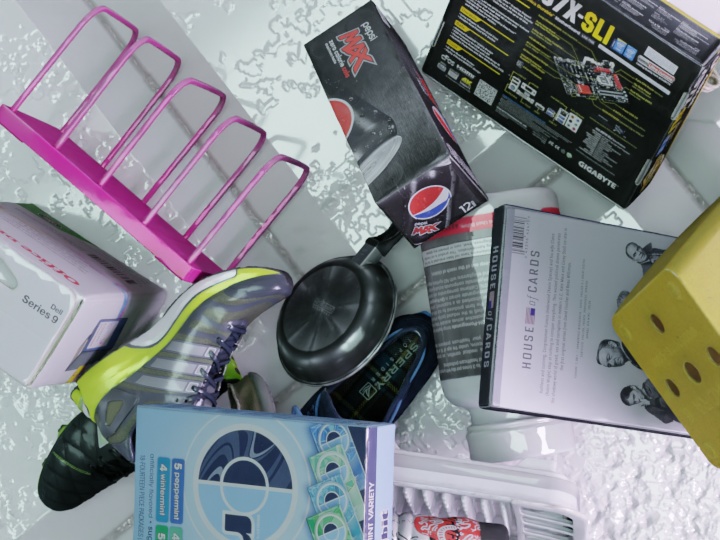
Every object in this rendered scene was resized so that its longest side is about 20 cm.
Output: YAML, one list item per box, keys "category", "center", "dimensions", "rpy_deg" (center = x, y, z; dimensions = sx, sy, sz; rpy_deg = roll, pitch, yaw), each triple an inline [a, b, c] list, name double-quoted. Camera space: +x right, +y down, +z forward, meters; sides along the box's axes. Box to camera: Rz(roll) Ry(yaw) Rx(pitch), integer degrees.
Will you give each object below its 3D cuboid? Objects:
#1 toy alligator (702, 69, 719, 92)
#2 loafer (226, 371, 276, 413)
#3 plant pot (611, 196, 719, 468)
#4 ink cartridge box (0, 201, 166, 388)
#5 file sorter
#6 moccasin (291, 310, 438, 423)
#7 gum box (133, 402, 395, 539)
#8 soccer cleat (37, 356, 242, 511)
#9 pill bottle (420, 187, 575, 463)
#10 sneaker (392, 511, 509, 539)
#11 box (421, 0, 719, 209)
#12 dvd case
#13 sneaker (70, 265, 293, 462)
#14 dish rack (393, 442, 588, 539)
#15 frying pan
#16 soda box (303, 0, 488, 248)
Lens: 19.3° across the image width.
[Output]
- category: "toy alligator"
  center: [0.185, -0.182, 1.639]
  dimensions: [0.200, 0.059, 0.054]
  rpy_deg: [37, 138, 9]
- category: "loafer"
  center: [-0.099, 0.174, 1.619]
  dimensions: [0.069, 0.075, 0.201]
  rpy_deg: [2, 70, -3]
- category: "plant pot"
  center: [0.298, 0.027, 1.501]
  dimensions: [0.176, 0.200, 0.200]
  rpy_deg: [-32, 81, -20]
- category: "ink cartridge box"
  center: [-0.257, 0.015, 1.649]
  dimensions: [0.145, 0.200, 0.088]
  rpy_deg: [33, 95, 10]
- category: "file sorter"
  center: [-0.157, -0.097, 1.664]
  dimensions: [0.200, 0.139, 0.126]
  rpy_deg: [40, 94, 10]
- category: "moccasin"
  center: [-0.013, 0.110, 1.661]
  dimensions: [0.080, 0.068, 0.200]
  rpy_deg: [35, 98, 10]
- category: "gum box"
  center: [-0.073, 0.188, 1.532]
  dimensions: [0.199, 0.044, 0.171]
  rpy_deg: [2, 91, 31]
- category: "soccer cleat"
  center: [-0.178, 0.129, 1.691]
  dimensions: [0.200, 0.067, 0.081]
  rpy_deg: [-44, 51, 7]
- category: "pill bottle"
  center: [0.110, 0.043, 1.616]
  dimensions: [0.110, 0.111, 0.201]
  rpy_deg: [-9, 87, 12]
- category: "sneaker"
  center: [0.041, 0.263, 1.607]
  dimensions: [0.107, 0.067, 0.202]
  rpy_deg: [10, 125, -3]
- category: "box"
  center: [0.156, -0.161, 1.596]
  dimensions: [0.200, 0.049, 0.160]
  rpy_deg: [35, 136, 12]
- category: "dvd case"
  center: [0.184, 0.041, 1.577]
  dimensions: [0.199, 0.025, 0.151]
  rpy_deg: [10, 79, -24]
- category: "sneaker"
  center: [-0.125, 0.071, 1.629]
  dimensions: [0.200, 0.074, 0.081]
  rpy_deg: [-39, 68, 14]
- category: "dish rack"
  center: [0.074, 0.167, 1.594]
  dimensions: [0.199, 0.172, 0.044]
  rpy_deg: [7, 73, 8]
- category: "frying pan"
  center: [0.005, 0.011, 1.653]
  dimensions: [0.190, 0.031, 0.115]
  rpy_deg: [-42, 44, 11]
- category: "soda box"
  center: [0.024, -0.113, 1.609]
  dimensions: [0.071, 0.063, 0.200]
  rpy_deg: [-33, 45, 9]
